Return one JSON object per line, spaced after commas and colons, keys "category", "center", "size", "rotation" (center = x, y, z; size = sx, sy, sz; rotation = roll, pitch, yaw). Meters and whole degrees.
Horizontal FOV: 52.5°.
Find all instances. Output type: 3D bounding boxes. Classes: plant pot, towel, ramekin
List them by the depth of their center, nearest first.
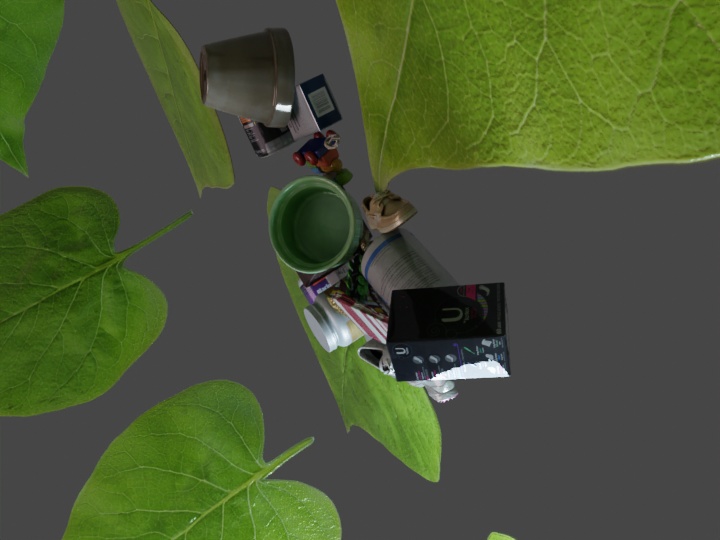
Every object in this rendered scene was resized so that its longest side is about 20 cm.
{"category": "towel", "center": [0.038, 0.113, 1.479], "size": [0.198, 0.023, 0.144], "rotation": [22, 158, 48]}
{"category": "plant pot", "center": [-0.240, -0.398, 1.510], "size": [0.199, 0.170, 0.205], "rotation": [176, 90, -71]}
{"category": "ramekin", "center": [-0.089, -0.096, 1.563], "size": [0.202, 0.199, 0.097], "rotation": [56, -164, 11]}

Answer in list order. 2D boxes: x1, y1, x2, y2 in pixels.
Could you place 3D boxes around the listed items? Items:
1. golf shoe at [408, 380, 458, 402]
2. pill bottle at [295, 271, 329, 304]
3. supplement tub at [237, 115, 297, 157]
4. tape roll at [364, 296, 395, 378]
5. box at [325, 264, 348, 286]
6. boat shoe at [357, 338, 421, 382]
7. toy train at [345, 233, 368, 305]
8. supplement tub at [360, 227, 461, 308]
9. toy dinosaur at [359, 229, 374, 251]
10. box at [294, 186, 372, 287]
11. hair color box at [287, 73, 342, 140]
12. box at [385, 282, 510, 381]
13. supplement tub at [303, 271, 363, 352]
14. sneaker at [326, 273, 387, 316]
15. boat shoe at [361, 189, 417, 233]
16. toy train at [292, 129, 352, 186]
{"category": "golf shoe", "center": [0.159, 0.237, 1.735], "size": [0.199, 0.074, 0.093], "rotation": [21, 129, 56]}
{"category": "pill bottle", "center": [-0.115, 0.050, 2.150], "size": [0.202, 0.110, 0.112], "rotation": [57, 164, 6]}
{"category": "supplement tub", "center": [-0.233, -0.383, 1.731], "size": [0.122, 0.121, 0.203], "rotation": [21, 139, 65]}
{"category": "tape roll", "center": [0.088, 0.143, 1.663], "size": [0.199, 0.065, 0.204], "rotation": [32, 132, 43]}
{"category": "box", "center": [-0.077, -0.020, 1.940], "size": [0.203, 0.036, 0.144], "rotation": [61, -168, 2]}
{"category": "boat shoe", "center": [0.070, 0.199, 1.600], "size": [0.199, 0.065, 0.073], "rotation": [26, 127, 46]}
{"category": "toy train", "center": [0.000, 0.000, 1.586], "size": [0.057, 0.041, 0.202], "rotation": [51, -151, -37]}
{"category": "supplement tub", "center": [0.102, 0.026, 1.408], "size": [0.201, 0.130, 0.133], "rotation": [50, 162, 32]}
{"category": "toy dinosaur", "center": [0.041, 0.008, 1.592], "size": [0.057, 0.101, 0.203], "rotation": [-18, 97, 32]}
{"category": "box", "center": [-0.094, -0.085, 1.752], "size": [0.168, 0.162, 0.200], "rotation": [59, 164, 4]}
{"category": "hair color box", "center": [-0.110, -0.340, 1.539], "size": [0.102, 0.060, 0.199], "rotation": [66, 163, -12]}
{"category": "box", "center": [0.150, 0.104, 1.230], "size": [0.124, 0.196, 0.107], "rotation": [-81, -20, -46]}
{"category": "supplement tub", "center": [-0.026, 0.094, 1.791], "size": [0.145, 0.198, 0.146], "rotation": [52, 162, 24]}
{"category": "sneaker", "center": [0.022, 0.073, 1.595], "size": [0.198, 0.091, 0.075], "rotation": [28, 160, 26]}
{"category": "boat shoe", "center": [0.047, -0.120, 1.423], "size": [0.070, 0.073, 0.199], "rotation": [58, 164, -12]}
{"category": "toy train", "center": [-0.056, -0.230, 1.558], "size": [0.116, 0.085, 0.199], "rotation": [51, 164, -23]}
